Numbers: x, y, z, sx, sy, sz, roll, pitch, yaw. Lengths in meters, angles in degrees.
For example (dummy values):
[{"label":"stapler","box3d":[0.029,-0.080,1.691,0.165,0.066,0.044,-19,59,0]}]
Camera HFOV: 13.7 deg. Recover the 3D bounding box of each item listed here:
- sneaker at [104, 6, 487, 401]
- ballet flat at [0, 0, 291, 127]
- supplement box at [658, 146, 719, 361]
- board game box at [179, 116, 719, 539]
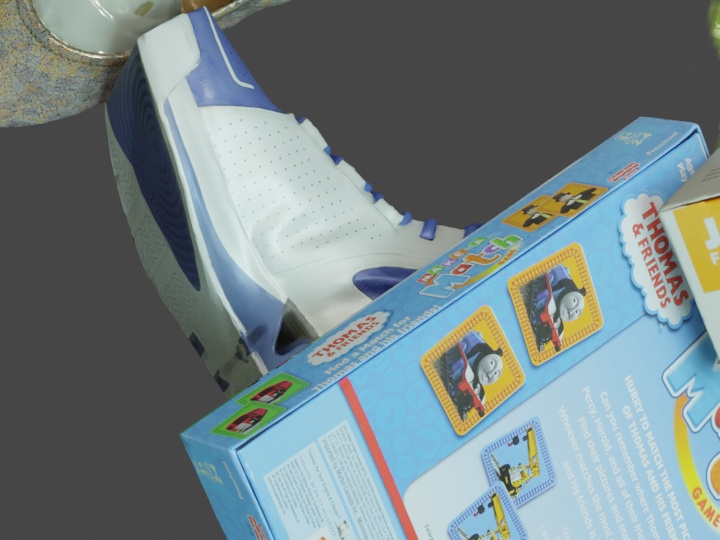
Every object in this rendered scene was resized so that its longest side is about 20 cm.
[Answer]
[{"label":"sneaker","box3d":[0.000,0.001,1.013,0.115,0.081,0.200,-24,84,-21]},{"label":"ballet flat","box3d":[-0.059,-0.114,1.040,0.200,0.067,0.068,-28,78,-18]},{"label":"supplement box","box3d":[0.198,-0.040,0.982,0.200,0.126,0.074,-42,112,-52]},{"label":"board game box","box3d":[0.054,0.065,0.965,0.200,0.037,0.151,-33,115,-25]}]
